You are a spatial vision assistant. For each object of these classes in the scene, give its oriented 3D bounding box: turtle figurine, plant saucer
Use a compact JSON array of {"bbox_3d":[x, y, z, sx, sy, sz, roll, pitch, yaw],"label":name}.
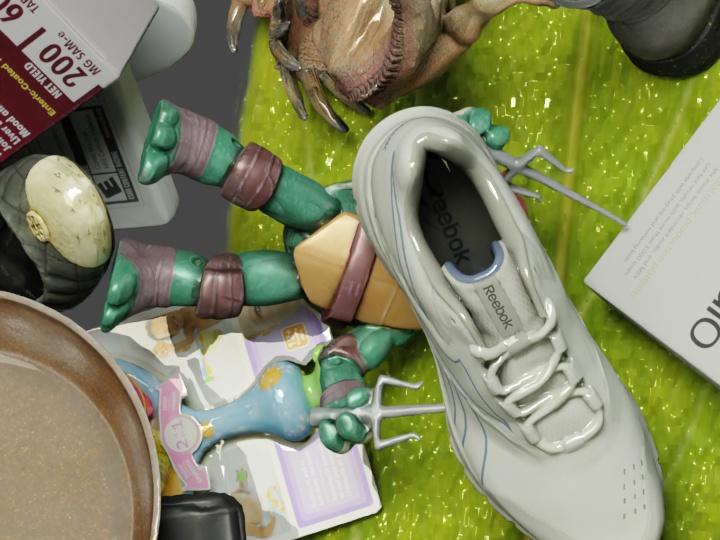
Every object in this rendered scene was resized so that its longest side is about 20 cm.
[{"bbox_3d":[0.000,0.000,1.243,0.199,0.101,0.150,14,90,-5],"label":"turtle figurine"},{"bbox_3d":[-0.174,0.106,1.234,0.200,0.035,0.201,-5,67,12],"label":"plant saucer"}]

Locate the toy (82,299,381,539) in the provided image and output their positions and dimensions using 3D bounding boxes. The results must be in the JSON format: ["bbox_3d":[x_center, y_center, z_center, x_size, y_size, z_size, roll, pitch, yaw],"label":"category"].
[{"bbox_3d":[-0.102,0.076,1.284,0.199,0.047,0.116,-17,78,4],"label":"toy"}]

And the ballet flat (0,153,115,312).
[{"bbox_3d":[-0.164,-0.001,1.297,0.200,0.057,0.067,-25,90,55],"label":"ballet flat"}]

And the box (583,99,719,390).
[{"bbox_3d":[0.200,0.002,1.184,0.200,0.036,0.145,38,93,38],"label":"box"}]

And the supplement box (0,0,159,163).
[{"bbox_3d":[-0.195,-0.087,1.284,0.200,0.109,0.061,-32,21,35],"label":"supplement box"}]

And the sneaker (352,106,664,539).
[{"bbox_3d":[0.055,0.030,1.156,0.074,0.087,0.200,-31,91,-1],"label":"sneaker"}]

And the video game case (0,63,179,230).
[{"bbox_3d":[-0.193,-0.098,1.328,0.182,0.200,0.023,-5,33,21],"label":"video game case"}]

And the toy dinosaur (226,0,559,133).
[{"bbox_3d":[0.006,-0.106,1.259,0.135,0.200,0.086,-40,106,11],"label":"toy dinosaur"}]

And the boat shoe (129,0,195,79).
[{"bbox_3d":[-0.168,-0.122,1.371,0.199,0.069,0.057,-4,52,18],"label":"boat shoe"}]

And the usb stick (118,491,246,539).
[{"bbox_3d":[-0.064,0.191,1.241,0.055,0.033,0.201,-7,89,10],"label":"usb stick"}]

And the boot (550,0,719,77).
[{"bbox_3d":[0.133,-0.187,1.232,0.070,0.132,0.201,6,78,24],"label":"boot"}]
